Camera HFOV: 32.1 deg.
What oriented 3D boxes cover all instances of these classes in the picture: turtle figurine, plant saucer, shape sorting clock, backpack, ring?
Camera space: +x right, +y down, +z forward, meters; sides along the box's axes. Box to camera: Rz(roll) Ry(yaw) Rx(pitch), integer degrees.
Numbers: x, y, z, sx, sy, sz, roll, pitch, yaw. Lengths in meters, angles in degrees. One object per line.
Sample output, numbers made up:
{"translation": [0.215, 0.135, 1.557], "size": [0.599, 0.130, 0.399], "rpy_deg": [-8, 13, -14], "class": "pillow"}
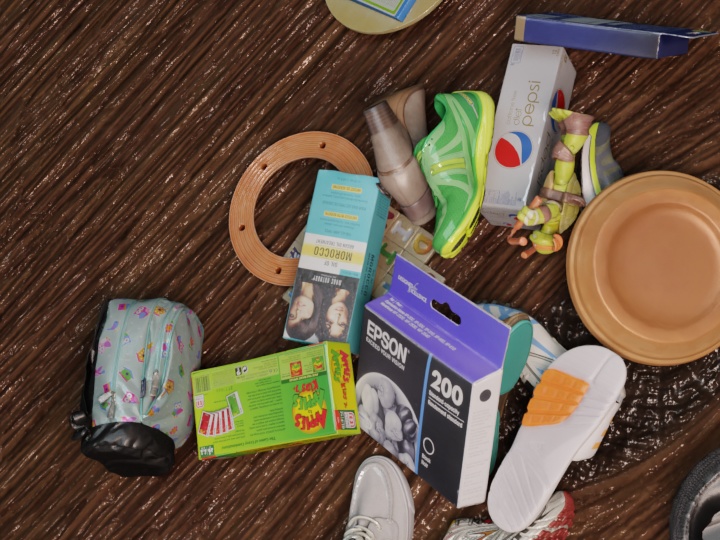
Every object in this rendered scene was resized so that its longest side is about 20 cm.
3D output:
{"translation": [0.205, -0.084, 1.300], "size": [0.064, 0.200, 0.163], "rpy_deg": [13, 96, 17], "class": "turtle figurine"}
{"translation": [0.311, -0.004, 1.276], "size": [0.198, 0.037, 0.202], "rpy_deg": [0, 87, -2], "class": "plant saucer"}
{"translation": [0.042, -0.389, 1.585], "size": [0.198, 0.039, 0.202], "rpy_deg": [-8, 69, 22], "class": "shape sorting clock"}
{"translation": [-0.257, 0.132, 1.475], "size": [0.125, 0.167, 0.202], "rpy_deg": [3, 68, 4], "class": "backpack"}
{"translation": [-0.070, -0.075, 1.526], "size": [0.199, 0.019, 0.202], "rpy_deg": [-8, 69, 21], "class": "ring"}

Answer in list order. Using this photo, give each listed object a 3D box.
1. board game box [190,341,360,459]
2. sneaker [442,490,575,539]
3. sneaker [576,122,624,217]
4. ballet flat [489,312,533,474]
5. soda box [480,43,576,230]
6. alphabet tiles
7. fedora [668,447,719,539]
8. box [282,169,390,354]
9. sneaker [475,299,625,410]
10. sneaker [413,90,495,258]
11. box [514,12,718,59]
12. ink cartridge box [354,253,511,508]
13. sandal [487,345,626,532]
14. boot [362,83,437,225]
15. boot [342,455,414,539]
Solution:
{"translation": [-0.099, 0.149, 1.414], "size": [0.199, 0.047, 0.103], "rpy_deg": [-15, 77, 32], "class": "board game box"}
{"translation": [0.129, 0.279, 1.281], "size": [0.199, 0.078, 0.083], "rpy_deg": [-33, 60, 9], "class": "sneaker"}
{"translation": [0.278, -0.069, 1.357], "size": [0.080, 0.074, 0.202], "rpy_deg": [-3, 68, 2], "class": "sneaker"}
{"translation": [0.125, 0.123, 1.315], "size": [0.072, 0.067, 0.202], "rpy_deg": [37, 126, 45], "class": "ballet flat"}
{"translation": [0.188, -0.152, 1.418], "size": [0.063, 0.068, 0.202], "rpy_deg": [9, 76, 27], "class": "soda box"}
{"translation": [0.000, 0.000, 1.481], "size": [0.199, 0.006, 0.167], "rpy_deg": [36, 88, 30], "class": "alphabet tiles"}
{"translation": [0.393, 0.248, 1.167], "size": [0.199, 0.092, 0.203], "rpy_deg": [-8, 68, 21], "class": "fedora"}
{"translation": [-0.026, -0.010, 1.444], "size": [0.082, 0.049, 0.202], "rpy_deg": [9, 84, 22], "class": "box"}
{"translation": [0.185, 0.098, 1.324], "size": [0.199, 0.072, 0.073], "rpy_deg": [35, 74, 30], "class": "sneaker"}
{"translation": [0.096, -0.104, 1.355], "size": [0.083, 0.074, 0.202], "rpy_deg": [9, 66, 2], "class": "sneaker"}
{"translation": [0.284, -0.260, 1.386], "size": [0.198, 0.121, 0.033], "rpy_deg": [12, 107, 28], "class": "box"}
{"translation": [0.068, 0.111, 1.299], "size": [0.198, 0.043, 0.202], "rpy_deg": [33, 124, 48], "class": "ink cartridge box"}
{"translation": [0.198, 0.168, 1.253], "size": [0.079, 0.059, 0.208], "rpy_deg": [36, 97, 36], "class": "sandal"}
{"translation": [0.059, -0.133, 1.452], "size": [0.070, 0.200, 0.147], "rpy_deg": [-21, 100, 25], "class": "boot"}
{"translation": [0.010, 0.289, 1.319], "size": [0.073, 0.096, 0.202], "rpy_deg": [-10, 67, 20], "class": "boot"}
